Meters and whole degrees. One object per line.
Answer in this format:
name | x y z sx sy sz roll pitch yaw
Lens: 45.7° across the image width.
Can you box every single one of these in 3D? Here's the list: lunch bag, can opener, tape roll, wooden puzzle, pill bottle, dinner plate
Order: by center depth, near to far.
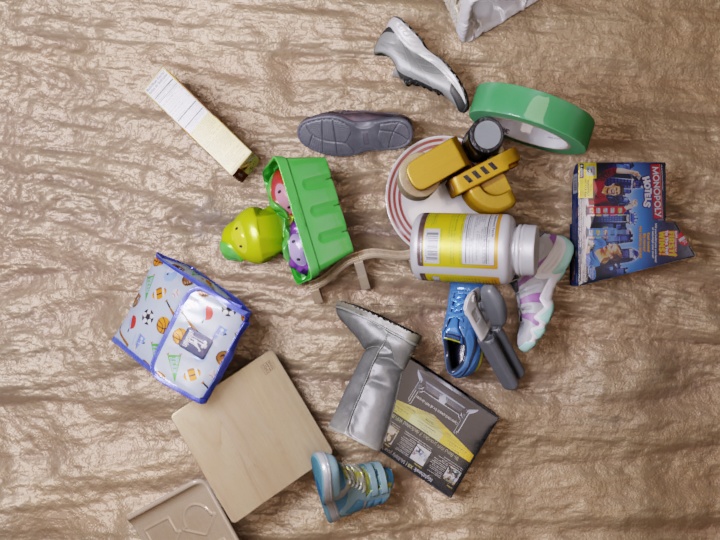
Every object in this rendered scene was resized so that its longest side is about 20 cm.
tape roll | 0.272 -0.241 1.363 0.196 0.200 0.049 20 90 1
pill bottle | 0.183 -0.035 1.364 0.195 0.109 0.112 3 90 18
lunch bag | -0.281 0.093 1.376 0.198 0.123 0.173 31 94 30
can opener | 0.223 0.113 1.393 0.053 0.066 0.202 -48 125 -32
wooden puzzle | -0.273 0.456 1.424 0.183 0.046 0.202 -30 94 25
dinner plate | 0.140 -0.126 1.453 0.195 0.024 0.206 0 89 1

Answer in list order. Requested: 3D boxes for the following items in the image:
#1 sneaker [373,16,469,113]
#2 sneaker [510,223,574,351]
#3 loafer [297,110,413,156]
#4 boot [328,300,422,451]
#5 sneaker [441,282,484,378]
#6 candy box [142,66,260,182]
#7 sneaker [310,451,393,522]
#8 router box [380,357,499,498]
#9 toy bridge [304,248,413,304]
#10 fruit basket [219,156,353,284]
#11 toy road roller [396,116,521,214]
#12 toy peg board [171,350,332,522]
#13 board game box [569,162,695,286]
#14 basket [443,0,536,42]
sneaker | 0.106 -0.333 1.436 0.200 0.074 0.080 44 100 7
sneaker | 0.262 0.022 1.431 0.137 0.078 0.204 21 81 2
loafer | -0.007 -0.237 1.446 0.195 0.063 0.073 1 120 5
boot | -0.003 0.170 1.409 0.179 0.072 0.204 25 93 31
sneaker | 0.170 0.076 1.418 0.065 0.078 0.206 3 90 31
candy box | -0.259 -0.238 1.412 0.200 0.115 0.055 43 90 1
sneaker | -0.010 0.334 1.387 0.128 0.202 0.081 -16 58 -7
router box | 0.110 0.257 1.438 0.198 0.052 0.159 33 91 1
toy bridge | 0.000 0.000 1.435 0.195 0.027 0.068 -17 131 0
fruit basket | -0.135 -0.074 1.405 0.210 0.155 0.222 2 84 -16
toy road roller | 0.167 -0.145 1.380 0.197 0.123 0.149 -26 90 0
toy peg board | -0.184 0.275 1.434 0.197 0.098 0.202 -32 89 -15
board game box | 0.454 -0.076 1.431 0.194 0.062 0.206 1 90 0
basket | 0.216 -0.505 1.369 0.197 0.198 0.163 -29 86 1
